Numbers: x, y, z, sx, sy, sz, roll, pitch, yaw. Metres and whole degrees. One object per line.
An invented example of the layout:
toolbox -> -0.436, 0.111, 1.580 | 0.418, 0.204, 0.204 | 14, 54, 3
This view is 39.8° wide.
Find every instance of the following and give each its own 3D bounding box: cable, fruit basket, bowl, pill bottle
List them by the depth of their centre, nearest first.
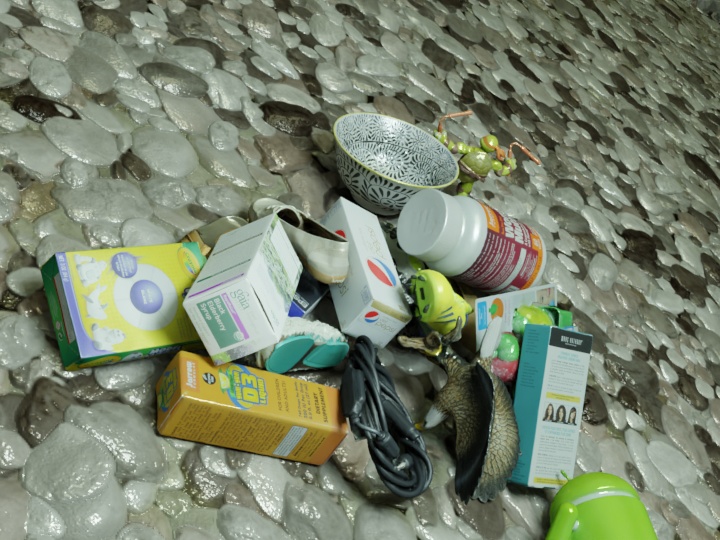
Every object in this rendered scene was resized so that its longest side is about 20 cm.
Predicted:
cable -> 0.033, 0.164, 1.147 | 0.163, 0.051, 0.200 | 52, 14, -28
fruit basket -> 0.214, 0.118, 1.319 | 0.199, 0.093, 0.187 | -9, 100, -54
pill bottle -> 0.150, -0.036, 1.339 | 0.199, 0.110, 0.110 | 21, 37, -39
bowl -> 0.040, -0.146, 1.501 | 0.199, 0.095, 0.201 | 15, 33, -10

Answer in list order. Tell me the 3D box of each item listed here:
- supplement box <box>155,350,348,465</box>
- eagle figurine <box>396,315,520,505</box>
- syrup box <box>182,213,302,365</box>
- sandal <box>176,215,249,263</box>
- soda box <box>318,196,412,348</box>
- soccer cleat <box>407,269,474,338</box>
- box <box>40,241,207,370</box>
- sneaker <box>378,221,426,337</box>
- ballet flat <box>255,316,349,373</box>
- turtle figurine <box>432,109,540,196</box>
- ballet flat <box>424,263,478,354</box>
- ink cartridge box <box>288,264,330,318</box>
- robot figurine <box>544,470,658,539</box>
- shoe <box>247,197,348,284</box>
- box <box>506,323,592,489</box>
supplement box -> -0.115, 0.149, 1.064 | 0.199, 0.069, 0.067 | 15, 39, -27
eagle figurine -> 0.129, 0.167, 1.185 | 0.151, 0.151, 0.201 | -15, 64, -32
syrup box -> -0.125, 0.016, 1.095 | 0.200, 0.081, 0.079 | -78, 145, -66
sandal -> -0.185, -0.021, 1.201 | 0.080, 0.054, 0.200 | 39, 39, 2
soda box -> 0.000, 0.000, 1.260 | 0.068, 0.064, 0.201 | 26, 31, -34
soccer cleat -> 0.101, 0.042, 1.231 | 0.083, 0.200, 0.065 | -7, 72, -3
box -> -0.231, 0.034, 1.072 | 0.199, 0.048, 0.118 | -7, 74, -44
sneaker -> 0.068, 0.024, 1.371 | 0.077, 0.085, 0.201 | -26, 82, -8
ballet flat -> -0.079, 0.081, 1.147 | 0.072, 0.072, 0.200 | 52, 12, 19
turtle figurine -> 0.183, -0.161, 1.603 | 0.199, 0.161, 0.065 | 18, 39, -27
ballet flat -> 0.131, 0.046, 1.416 | 0.063, 0.069, 0.200 | 11, 33, -22
ink cartridge box -> -0.089, 0.009, 1.272 | 0.099, 0.039, 0.200 | 40, 35, 1
robot figurine -> 0.296, 0.330, 1.189 | 0.175, 0.116, 0.201 | 22, 37, -32
shoe -> -0.076, -0.052, 1.252 | 0.070, 0.054, 0.200 | -12, 35, -36
box -> 0.238, 0.173, 1.266 | 0.082, 0.049, 0.201 | 14, 83, -36
